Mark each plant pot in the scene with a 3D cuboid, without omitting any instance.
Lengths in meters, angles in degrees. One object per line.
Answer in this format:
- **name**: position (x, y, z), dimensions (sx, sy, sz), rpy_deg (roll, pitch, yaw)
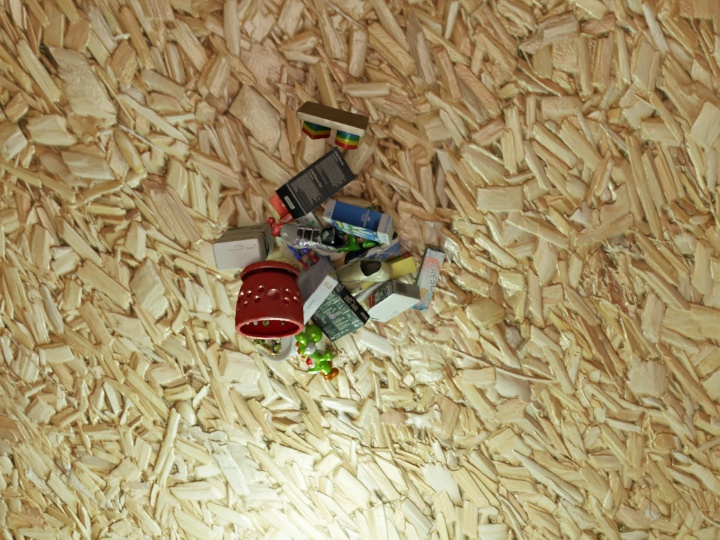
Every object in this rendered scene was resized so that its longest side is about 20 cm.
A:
- **plant pot**: position (-0.260, 0.081, 1.508), dimensions (0.193, 0.201, 0.189), rpy_deg (-6, 70, 3)

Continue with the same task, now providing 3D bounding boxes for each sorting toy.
- **sorting toy**: position (-0.079, -0.409, 1.504), dimensions (0.193, 0.200, 0.072), rpy_deg (14, 115, -3)

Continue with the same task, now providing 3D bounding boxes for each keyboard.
- **keyboard**: position (0.013, 0.078, 1.687), dimensions (0.197, 0.056, 0.011), rpy_deg (-30, 63, 27)

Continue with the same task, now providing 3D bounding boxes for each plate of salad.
- **plate of salad**: position (-0.295, 0.203, 1.721), dimensions (0.195, 0.048, 0.208), rpy_deg (9, 106, 34)

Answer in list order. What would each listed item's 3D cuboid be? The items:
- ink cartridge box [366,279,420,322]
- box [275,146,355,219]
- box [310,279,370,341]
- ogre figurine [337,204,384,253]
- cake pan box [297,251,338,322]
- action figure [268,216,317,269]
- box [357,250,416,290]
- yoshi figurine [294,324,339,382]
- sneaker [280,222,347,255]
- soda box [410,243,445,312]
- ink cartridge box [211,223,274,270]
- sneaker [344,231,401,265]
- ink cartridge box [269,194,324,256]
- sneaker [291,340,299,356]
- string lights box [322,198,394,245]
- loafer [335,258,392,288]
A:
- **ink cartridge box**: position (0.088, 0.099, 1.666), dimensions (0.106, 0.052, 0.199), rpy_deg (14, 148, -30)
- **box**: position (-0.133, -0.246, 1.520), dimensions (0.181, 0.199, 0.105), rpy_deg (-39, 102, -13)
- **box**: position (-0.083, 0.133, 1.680), dimensions (0.161, 0.044, 0.199), rpy_deg (47, 139, -9)
- **ogre figurine**: position (-0.008, -0.127, 1.623), dimensions (0.096, 0.197, 0.125), rpy_deg (0, 81, -38)
- **cake pan box**: position (-0.158, 0.053, 1.642), dimensions (0.052, 0.185, 0.201), rpy_deg (33, 104, -25)
- **action figure**: position (-0.216, -0.103, 1.618), dimensions (0.065, 0.100, 0.200), rpy_deg (-35, 124, 10)
- **box**: position (0.079, 0.001, 1.678), dimensions (0.194, 0.076, 0.052), rpy_deg (-19, 105, 8)
- **yoshi figurine**: position (-0.136, 0.258, 1.732), dimensions (0.110, 0.113, 0.203), rpy_deg (-19, 120, 23)
- **sneaker**: position (-0.124, -0.104, 1.539), dimensions (0.195, 0.138, 0.081), rpy_deg (12, 75, -37)
- **soda box**: position (0.211, 0.024, 1.682), dimensions (0.061, 0.069, 0.206), rpy_deg (15, 105, 0)
- **ink cartridge box**: position (-0.352, -0.074, 1.602), dimensions (0.141, 0.201, 0.087), rpy_deg (-7, 108, 4)
- **sneaker**: position (0.038, -0.050, 1.663), dimensions (0.195, 0.077, 0.078), rpy_deg (-21, 122, 19)
- **ink cartridge box**: position (-0.195, -0.159, 1.652), dimensions (0.107, 0.051, 0.203), rpy_deg (-31, 103, 10)
- **sneaker**: position (-0.240, 0.193, 1.742), dimensions (0.068, 0.073, 0.207), rpy_deg (-9, 106, 1)
- **string lights box**: position (-0.002, -0.140, 1.518), dimensions (0.194, 0.103, 0.061), rpy_deg (16, 79, 11)
- **loafer**: position (0.000, 0.000, 1.614), dimensions (0.193, 0.078, 0.069), rpy_deg (-11, 148, 16)
